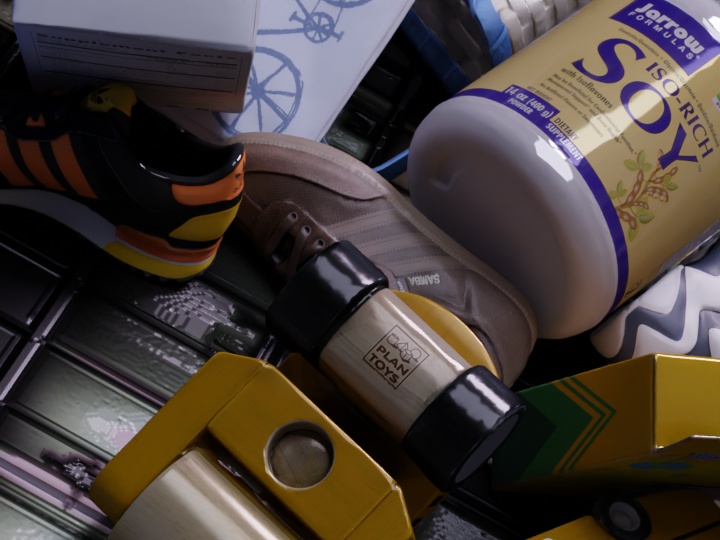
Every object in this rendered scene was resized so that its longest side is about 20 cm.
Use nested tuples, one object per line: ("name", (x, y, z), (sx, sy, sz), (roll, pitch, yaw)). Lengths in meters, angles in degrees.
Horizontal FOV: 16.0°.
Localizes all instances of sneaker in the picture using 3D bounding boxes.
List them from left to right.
("sneaker", (-0.152, -0.072, 1.303), (0.200, 0.090, 0.070), (24, 40, -8))
("sneaker", (0.000, 0.000, 1.338), (0.200, 0.070, 0.076), (31, 40, 1))
("sneaker", (0.236, 0.032, 1.423), (0.199, 0.079, 0.130), (-35, 87, -34))

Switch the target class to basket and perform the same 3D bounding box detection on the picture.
("basket", (0.038, -0.151, 1.483), (0.200, 0.139, 0.176), (-25, 63, -14))

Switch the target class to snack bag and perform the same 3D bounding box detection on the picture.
("snack bag", (-0.073, -0.170, 1.397), (0.200, 0.021, 0.189), (33, 83, -1))

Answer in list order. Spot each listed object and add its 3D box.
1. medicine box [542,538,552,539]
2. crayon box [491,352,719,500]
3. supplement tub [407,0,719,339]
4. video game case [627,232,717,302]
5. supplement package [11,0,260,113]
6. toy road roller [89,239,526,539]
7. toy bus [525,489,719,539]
("medicine box", (0.005, 0.224, 1.003), (0.182, 0.200, 0.103), (-17, 56, -41))
("crayon box", (0.164, 0.078, 1.255), (0.127, 0.200, 0.051), (6, 78, -24))
("supplement tub", (0.140, -0.070, 1.400), (0.200, 0.145, 0.145), (-36, 71, -28))
("video game case", (0.204, -0.033, 1.535), (0.182, 0.022, 0.200), (28, 39, -3))
("supplement package", (-0.107, -0.154, 1.281), (0.117, 0.200, 0.117), (6, 83, -4))
("toy road roller", (-0.019, 0.097, 1.210), (0.123, 0.146, 0.200), (42, 78, 14))
("toy bus", (0.101, 0.165, 1.231), (0.200, 0.065, 0.078), (-16, 59, -42))
